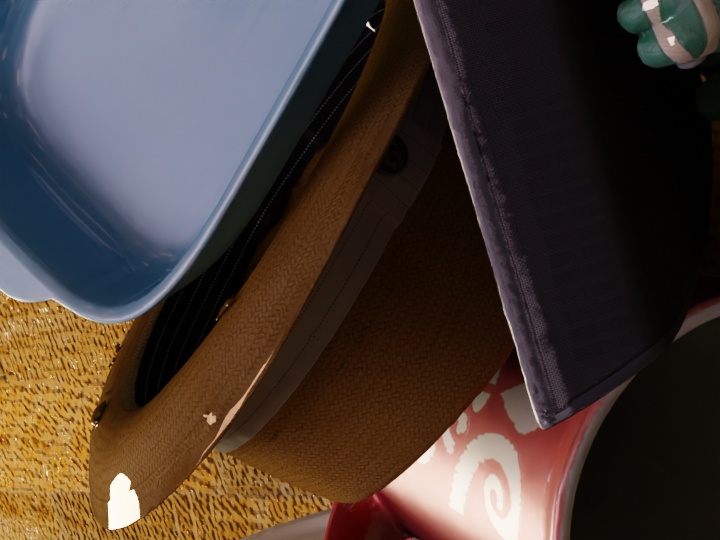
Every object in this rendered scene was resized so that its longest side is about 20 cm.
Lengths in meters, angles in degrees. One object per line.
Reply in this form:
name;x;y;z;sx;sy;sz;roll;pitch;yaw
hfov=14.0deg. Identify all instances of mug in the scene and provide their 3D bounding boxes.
mug;0.051;0.054;0.898;0.200;0.177;0.134;26;129;61

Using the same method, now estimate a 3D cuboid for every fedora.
fedora;0.000;0.000;0.832;0.082;0.201;0.201;33;158;-13

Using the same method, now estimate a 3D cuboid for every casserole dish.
casserole dish;-0.048;-0.079;0.769;0.121;0.039;0.200;44;117;27

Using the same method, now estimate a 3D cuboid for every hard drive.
hard drive;0.059;-0.056;0.782;0.200;0.042;0.135;-67;-38;-65

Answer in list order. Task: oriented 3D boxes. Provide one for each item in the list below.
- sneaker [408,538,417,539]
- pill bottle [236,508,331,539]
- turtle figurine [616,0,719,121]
sneaker;0.077;0.135;1.014;0.200;0.071;0.098;51;152;36
pill bottle;-0.002;0.203;1.180;0.111;0.111;0.200;-10;101;64
turtle figurine;0.107;-0.099;0.729;0.200;0.101;0.150;77;-159;-45
